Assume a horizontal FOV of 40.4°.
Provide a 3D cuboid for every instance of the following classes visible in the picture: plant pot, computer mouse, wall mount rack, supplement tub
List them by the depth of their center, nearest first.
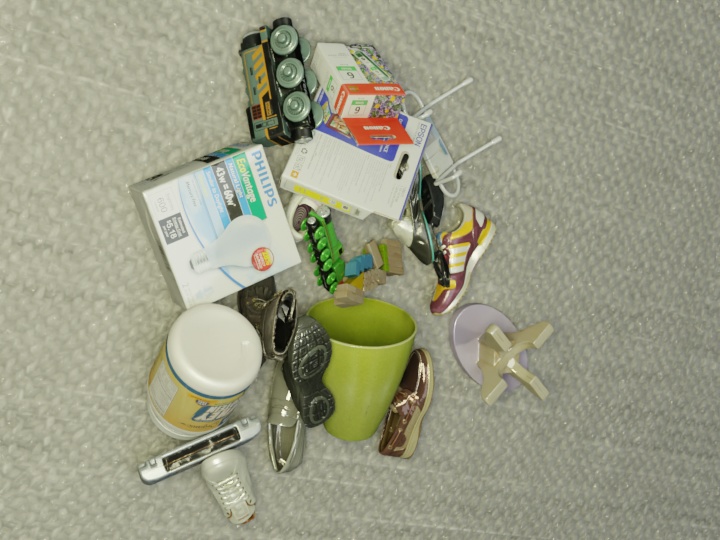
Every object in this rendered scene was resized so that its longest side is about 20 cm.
[{"bbox_3d":[-0.242,0.159,1.479,0.142,0.201,0.147,14,52,-18],"label":"supplement tub"},{"bbox_3d":[-0.009,0.175,1.634,0.184,0.187,0.203,-4,114,-24],"label":"plant pot"},{"bbox_3d":[0.156,-0.237,1.682,0.174,0.074,0.202,-43,109,-47],"label":"wall mount rack"},{"bbox_3d":[0.138,-0.069,1.685,0.033,0.059,0.204,-6,80,-15],"label":"computer mouse"}]

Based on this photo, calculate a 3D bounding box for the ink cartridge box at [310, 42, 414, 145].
[{"bbox_3d":[0.008,-0.280,1.541,0.107,0.201,0.051,-5,138,-29],"label":"ink cartridge box"}]

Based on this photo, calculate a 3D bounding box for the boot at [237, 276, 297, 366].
[{"bbox_3d":[-0.137,0.062,1.518,0.068,0.174,0.203,13,65,-22],"label":"boot"}]

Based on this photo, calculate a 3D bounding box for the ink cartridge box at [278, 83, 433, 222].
[{"bbox_3d":[-0.005,-0.184,1.557,0.197,0.047,0.200,23,63,-4],"label":"ink cartridge box"}]

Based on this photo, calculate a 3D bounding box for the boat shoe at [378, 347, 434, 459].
[{"bbox_3d":[0.075,0.234,1.731,0.071,0.072,0.203,10,101,-27],"label":"boat shoe"}]

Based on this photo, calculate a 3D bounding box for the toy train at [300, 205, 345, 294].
[{"bbox_3d":[-0.055,-0.033,1.583,0.057,0.041,0.201,-48,153,-22],"label":"toy train"}]

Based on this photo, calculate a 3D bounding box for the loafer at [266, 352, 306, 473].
[{"bbox_3d":[-0.122,0.240,1.630,0.070,0.069,0.204,-25,115,-67],"label":"loafer"}]

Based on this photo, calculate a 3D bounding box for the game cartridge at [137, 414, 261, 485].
[{"bbox_3d":[-0.255,0.286,1.548,0.197,0.133,0.042,-22,77,-17],"label":"game cartridge"}]

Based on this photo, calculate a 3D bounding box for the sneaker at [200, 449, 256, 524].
[{"bbox_3d":[-0.197,0.348,1.552,0.072,0.085,0.201,-25,151,-6],"label":"sneaker"}]

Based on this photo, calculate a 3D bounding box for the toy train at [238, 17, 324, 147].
[{"bbox_3d":[-0.128,-0.287,1.510,0.112,0.085,0.204,-14,82,17],"label":"toy train"}]

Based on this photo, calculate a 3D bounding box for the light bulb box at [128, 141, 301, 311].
[{"bbox_3d":[-0.223,-0.071,1.507,0.198,0.124,0.201,-25,108,-18],"label":"light bulb box"}]

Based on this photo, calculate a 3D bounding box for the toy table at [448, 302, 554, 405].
[{"bbox_3d":[0.257,0.154,1.776,0.199,0.117,0.185,36,83,-27],"label":"toy table"}]

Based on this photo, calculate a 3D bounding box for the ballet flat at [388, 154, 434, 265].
[{"bbox_3d":[0.078,-0.105,1.681,0.067,0.068,0.204,-10,93,-13],"label":"ballet flat"}]

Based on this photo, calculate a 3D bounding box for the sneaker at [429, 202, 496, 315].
[{"bbox_3d":[0.158,-0.021,1.730,0.089,0.075,0.202,32,78,-18],"label":"sneaker"}]

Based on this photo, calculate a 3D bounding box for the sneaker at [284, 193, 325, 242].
[{"bbox_3d":[-0.064,-0.130,1.584,0.074,0.099,0.202,29,85,-14],"label":"sneaker"}]

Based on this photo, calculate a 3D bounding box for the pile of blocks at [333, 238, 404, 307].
[{"bbox_3d":[0.000,0.000,1.634,0.199,0.061,0.083,-34,108,-53],"label":"pile of blocks"}]

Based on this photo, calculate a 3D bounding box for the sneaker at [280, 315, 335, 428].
[{"bbox_3d":[-0.093,0.151,1.536,0.075,0.091,0.203,-19,127,-27],"label":"sneaker"}]
